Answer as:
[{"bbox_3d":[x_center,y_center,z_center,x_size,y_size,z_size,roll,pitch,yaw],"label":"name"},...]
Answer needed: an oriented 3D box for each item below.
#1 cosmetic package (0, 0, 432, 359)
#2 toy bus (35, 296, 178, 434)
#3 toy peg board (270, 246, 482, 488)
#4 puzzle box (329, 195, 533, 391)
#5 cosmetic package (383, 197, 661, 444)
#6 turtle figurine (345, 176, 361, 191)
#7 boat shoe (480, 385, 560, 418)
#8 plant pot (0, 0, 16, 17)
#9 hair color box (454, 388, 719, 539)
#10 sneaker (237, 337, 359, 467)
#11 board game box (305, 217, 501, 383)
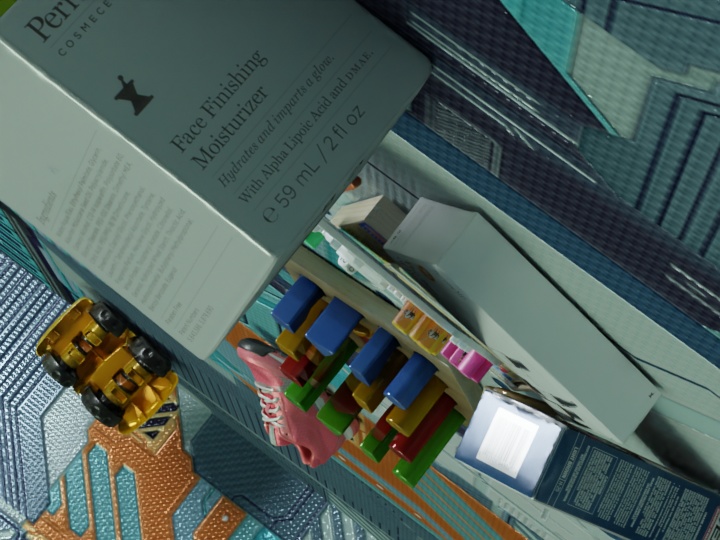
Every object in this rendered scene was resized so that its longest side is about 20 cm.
[{"bbox_3d":[-0.101,-0.091,1.318,0.200,0.165,0.165,38,151,-1],"label":"cosmetic package"},{"bbox_3d":[-0.383,0.124,3.466,0.200,0.136,0.192,43,-175,-15],"label":"toy bus"},{"bbox_3d":[0.004,0.094,2.051,0.200,0.098,0.199,33,169,24],"label":"toy peg board"},{"bbox_3d":[0.068,0.020,1.713,0.200,0.025,0.133,40,169,-8],"label":"puzzle box"},{"bbox_3d":[0.110,0.035,1.567,0.200,0.051,0.083,43,168,-25],"label":"cosmetic package"},{"bbox_3d":[-0.073,-0.116,1.490,0.161,0.064,0.200,37,180,-27],"label":"turtle figurine"},{"bbox_3d":[0.123,0.131,1.811,0.072,0.065,0.200,17,177,4],"label":"boat shoe"},{"bbox_3d":[-0.290,-0.197,1.549,0.181,0.200,0.199,32,169,3],"label":"plant pot"},{"bbox_3d":[0.177,0.156,1.693,0.200,0.061,0.100,26,179,-36],"label":"hair color box"},{"bbox_3d":[-0.082,0.156,2.635,0.200,0.087,0.074,46,166,-35],"label":"sneaker"},{"bbox_3d":[0.000,0.000,1.596,0.200,0.026,0.200,39,-179,15],"label":"board game box"}]
